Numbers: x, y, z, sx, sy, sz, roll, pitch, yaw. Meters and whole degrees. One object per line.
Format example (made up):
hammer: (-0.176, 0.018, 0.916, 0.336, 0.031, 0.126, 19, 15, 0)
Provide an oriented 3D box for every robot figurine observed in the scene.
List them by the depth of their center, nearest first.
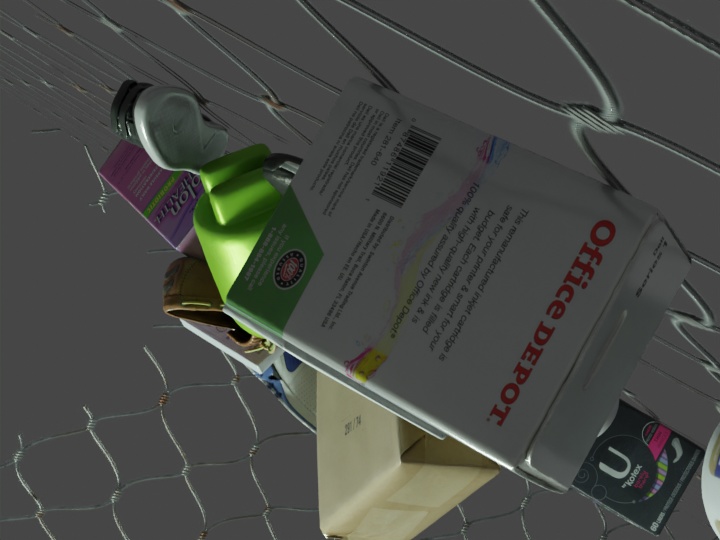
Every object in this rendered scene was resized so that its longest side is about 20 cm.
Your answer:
robot figurine: (-0.087, -0.019, 1.406, 0.176, 0.115, 0.201, -122, 12, -53)

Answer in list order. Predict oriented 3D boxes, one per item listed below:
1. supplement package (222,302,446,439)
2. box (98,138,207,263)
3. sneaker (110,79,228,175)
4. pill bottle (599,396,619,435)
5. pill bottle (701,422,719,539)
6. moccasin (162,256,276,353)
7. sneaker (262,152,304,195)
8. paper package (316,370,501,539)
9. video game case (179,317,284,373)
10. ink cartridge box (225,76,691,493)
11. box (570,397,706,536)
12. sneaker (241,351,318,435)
supplement package: (0.010, 0.015, 1.172, 0.150, 0.152, 0.200, 31, 176, -18)
box: (-0.161, -0.067, 1.638, 0.176, 0.097, 0.200, 35, -177, -44)
sneaker: (-0.195, -0.139, 1.358, 0.099, 0.071, 0.200, 25, 179, 12)
pill bottle: (0.158, 0.089, 1.296, 0.111, 0.111, 0.200, 28, 176, 33)
pill bottle: (0.285, 0.133, 0.823, 0.119, 0.120, 0.200, 31, 177, -14)
moccasin: (-0.114, 0.051, 1.552, 0.201, 0.078, 0.074, 24, 148, -33)
sneaker: (-0.018, -0.012, 1.305, 0.199, 0.116, 0.075, 31, 176, -6)
paper package: (0.038, 0.136, 1.410, 0.103, 0.192, 0.200, 9, 150, -21)
video game case: (-0.091, 0.018, 1.682, 0.143, 0.200, 0.018, 27, 153, 40)
ink cartridge box: (0.051, 0.006, 0.786, 0.199, 0.145, 0.084, 28, 176, 31)
box: (0.294, 0.216, 1.800, 0.199, 0.123, 0.106, 30, 177, 1)
sneaker: (-0.052, 0.104, 1.666, 0.199, 0.115, 0.081, 43, 176, 16)
